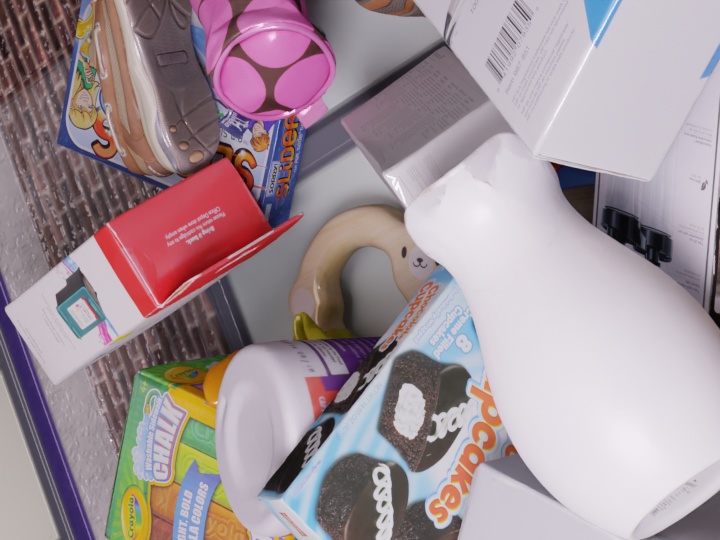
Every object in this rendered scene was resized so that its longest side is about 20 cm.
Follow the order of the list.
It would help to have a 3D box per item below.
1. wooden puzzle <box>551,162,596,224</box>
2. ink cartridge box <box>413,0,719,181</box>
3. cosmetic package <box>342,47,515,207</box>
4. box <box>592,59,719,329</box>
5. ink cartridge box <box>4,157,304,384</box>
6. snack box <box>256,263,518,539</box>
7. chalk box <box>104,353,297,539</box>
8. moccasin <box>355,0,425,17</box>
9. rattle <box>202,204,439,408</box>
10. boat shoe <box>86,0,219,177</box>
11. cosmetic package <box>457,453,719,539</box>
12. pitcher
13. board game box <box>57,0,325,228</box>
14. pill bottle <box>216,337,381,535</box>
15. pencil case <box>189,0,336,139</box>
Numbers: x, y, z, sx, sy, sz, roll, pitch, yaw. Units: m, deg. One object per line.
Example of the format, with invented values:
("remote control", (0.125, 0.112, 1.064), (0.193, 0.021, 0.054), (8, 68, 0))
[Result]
("wooden puzzle", (0.159, -0.122, 1.345), (0.184, 0.046, 0.202), (-8, 89, 36))
("ink cartridge box", (0.114, -0.165, 1.217), (0.146, 0.083, 0.200), (-63, 35, 25))
("cosmetic package", (0.046, -0.078, 1.342), (0.082, 0.200, 0.051), (-37, 104, 2))
("box", (0.185, -0.061, 1.251), (0.116, 0.060, 0.202), (23, 114, 58))
("ink cartridge box", (-0.138, -0.005, 1.520), (0.068, 0.116, 0.200), (57, 139, 0))
("snack box", (0.045, 0.091, 1.283), (0.116, 0.200, 0.037), (46, 158, -18))
("chalk box", (-0.083, 0.133, 1.519), (0.199, 0.123, 0.126), (20, 106, 35))
("moccasin", (0.033, -0.254, 1.420), (0.074, 0.077, 0.203), (-36, 53, 51))
("rattle", (0.000, 0.000, 1.435), (0.200, 0.142, 0.131), (-42, 51, 40))
("boat shoe", (-0.155, -0.158, 1.533), (0.071, 0.075, 0.202), (-14, 85, 39))
("cosmetic package", (0.182, 0.183, 1.265), (0.198, 0.199, 0.124), (27, 113, 33))
("pitcher", (0.124, 0.039, 1.207), (0.121, 0.171, 0.201), (-39, 69, 13))
("board game box", (-0.120, -0.123, 1.578), (0.199, 0.034, 0.137), (22, 108, 34))
("pill bottle", (0.024, 0.095, 1.364), (0.111, 0.198, 0.113), (8, 99, 62))
("pencil case", (-0.073, -0.183, 1.469), (0.091, 0.093, 0.201), (-36, 45, 22))
